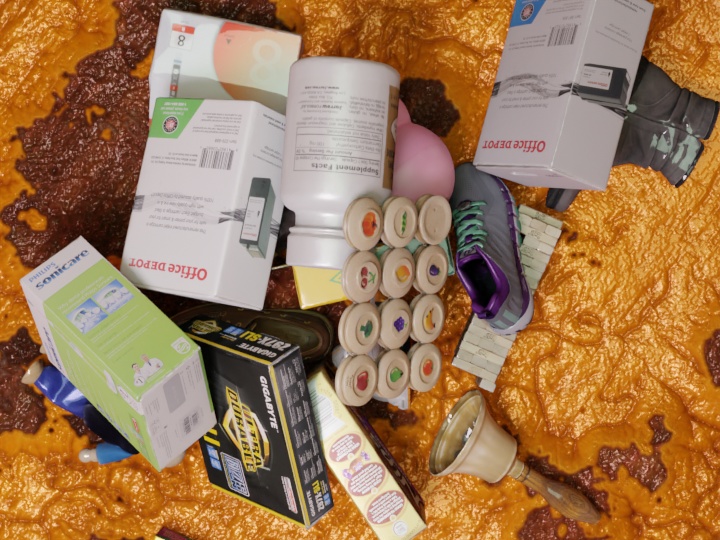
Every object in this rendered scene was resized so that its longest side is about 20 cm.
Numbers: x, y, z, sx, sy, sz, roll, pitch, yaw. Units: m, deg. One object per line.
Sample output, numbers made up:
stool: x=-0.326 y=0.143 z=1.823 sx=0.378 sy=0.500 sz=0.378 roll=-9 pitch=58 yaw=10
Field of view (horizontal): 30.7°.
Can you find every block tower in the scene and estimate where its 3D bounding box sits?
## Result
block tower: x=0.159 y=0.029 z=1.446 sx=0.057 sy=0.054 sz=0.203 roll=22 pitch=92 yaw=1

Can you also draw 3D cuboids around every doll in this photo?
doll: x=-0.279 y=0.155 z=1.464 sx=0.199 sy=0.048 sz=0.137 roll=33 pitch=93 yaw=3

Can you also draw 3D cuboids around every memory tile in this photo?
memory tile: x=0.035 y=0.027 z=1.290 sx=0.017 sy=0.152 sz=0.204 roll=8 pitch=98 yaw=42

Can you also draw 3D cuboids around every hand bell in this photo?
hand bell: x=0.184 y=0.227 z=1.448 sx=0.198 sy=0.104 sz=0.105 roll=32 pitch=93 yaw=-11

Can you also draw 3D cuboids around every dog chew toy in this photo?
dog chew toy: x=0.012 y=-0.138 z=1.414 sx=0.124 sy=0.125 sz=0.201 roll=-37 pitch=84 yaw=3

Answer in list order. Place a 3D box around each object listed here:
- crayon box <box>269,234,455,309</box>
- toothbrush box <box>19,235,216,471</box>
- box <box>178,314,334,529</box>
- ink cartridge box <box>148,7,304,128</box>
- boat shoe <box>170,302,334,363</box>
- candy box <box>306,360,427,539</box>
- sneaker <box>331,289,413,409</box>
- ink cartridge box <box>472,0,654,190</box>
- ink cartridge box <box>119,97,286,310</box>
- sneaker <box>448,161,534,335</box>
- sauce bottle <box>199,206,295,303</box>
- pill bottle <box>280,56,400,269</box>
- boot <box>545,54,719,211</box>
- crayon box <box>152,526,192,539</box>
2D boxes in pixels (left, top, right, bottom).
crayon box: x=0.000 y=0.000 z=1.413 sx=0.197 sy=0.126 sz=0.052 roll=-12 pitch=92 yaw=2
toothbrush box: x=-0.248 y=0.086 z=1.351 sx=0.199 sy=0.147 sz=0.086 roll=37 pitch=62 yaw=27
box: x=-0.114 y=0.157 z=1.382 sx=0.049 sy=0.158 sz=0.203 roll=-31 pitch=123 yaw=-36
ink cartridge box: x=-0.158 y=-0.175 z=1.449 sx=0.159 sy=0.050 sz=0.203 roll=11 pitch=89 yaw=1
boat shoe: x=-0.128 y=0.072 z=1.448 sx=0.196 sy=0.068 sz=0.073 roll=0 pitch=92 yaw=2
candy box: x=-0.004 y=0.200 z=1.426 sx=0.056 sy=0.117 sz=0.201 roll=-36 pitch=90 yaw=2
sneaker: x=0.011 y=0.084 z=1.394 sx=0.090 sy=0.201 sz=0.077 roll=7 pitch=55 yaw=9
ink cartridge box: x=0.210 y=-0.191 z=1.374 sx=0.083 sy=0.144 sz=0.203 roll=17 pitch=86 yaw=-29
ink cartridge box: x=-0.158 y=-0.070 z=1.360 sx=0.144 sy=0.084 sz=0.203 roll=8 pitch=83 yaw=36
sneaker: x=0.128 y=-0.034 z=1.384 sx=0.074 sy=0.087 sz=0.203 roll=-27 pitch=64 yaw=24
sauce bottle: x=-0.110 y=-0.043 z=1.441 sx=0.199 sy=0.066 sz=0.066 roll=-36 pitch=91 yaw=5
pill bottle: x=-0.022 y=-0.103 z=1.305 sx=0.112 sy=0.114 sz=0.204 roll=5 pitch=89 yaw=1
boot: x=0.300 y=-0.126 z=1.433 sx=0.131 sy=0.070 sz=0.201 roll=33 pitch=97 yaw=-5
crayon box: x=-0.170 y=0.410 z=1.466 sx=0.198 sy=0.058 sz=0.175 roll=23 pitch=93 yaw=0
